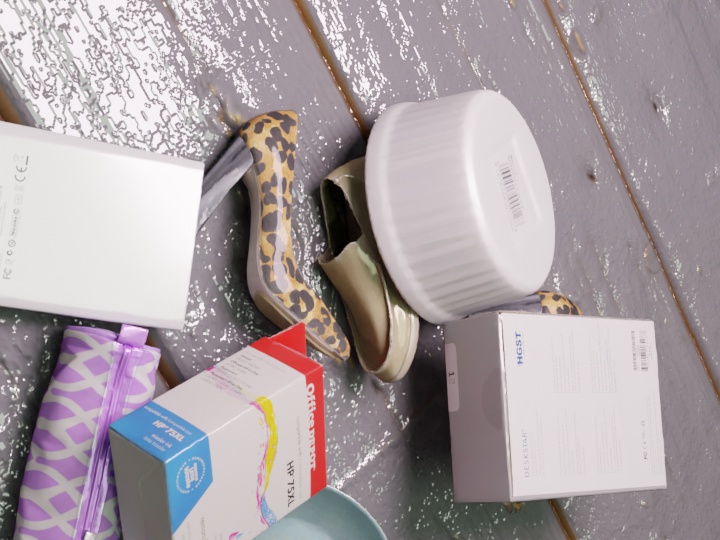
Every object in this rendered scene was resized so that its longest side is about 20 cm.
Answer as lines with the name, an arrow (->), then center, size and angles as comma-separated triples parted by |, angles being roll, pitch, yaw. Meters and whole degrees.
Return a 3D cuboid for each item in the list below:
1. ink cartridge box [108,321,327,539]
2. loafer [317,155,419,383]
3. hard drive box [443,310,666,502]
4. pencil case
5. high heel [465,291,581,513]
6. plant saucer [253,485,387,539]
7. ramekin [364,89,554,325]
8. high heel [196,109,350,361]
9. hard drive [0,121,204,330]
ink cartridge box -> -0.088, 0.133, 0.841 | 0.199, 0.067, 0.118 | -29, 128, -42
loafer -> 0.000, 0.000, 0.974 | 0.067, 0.075, 0.204 | -5, 83, -32
hard drive box -> 0.176, 0.122, 0.985 | 0.198, 0.076, 0.159 | 5, 78, -36
pencil case -> -0.205, 0.141, 0.823 | 0.083, 0.085, 0.204 | 12, 81, -21
high heel -> 0.174, 0.123, 1.073 | 0.140, 0.071, 0.204 | -7, 84, -27
plant saucer -> -0.066, 0.271, 0.916 | 0.197, 0.039, 0.205 | 0, 88, -9
ramekin -> 0.095, -0.060, 0.973 | 0.200, 0.097, 0.204 | 29, 54, -51
high heel -> -0.047, -0.032, 0.937 | 0.200, 0.071, 0.143 | 45, 72, -15
hard drive -> -0.223, -0.034, 0.832 | 0.197, 0.027, 0.134 | 10, 84, -24
